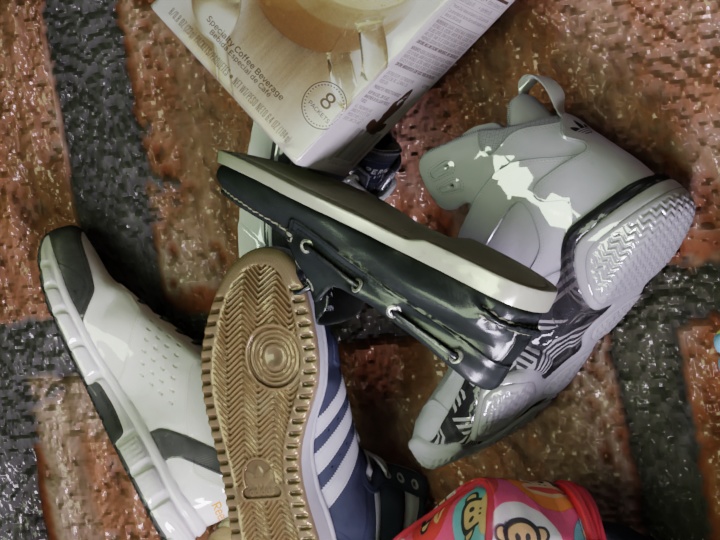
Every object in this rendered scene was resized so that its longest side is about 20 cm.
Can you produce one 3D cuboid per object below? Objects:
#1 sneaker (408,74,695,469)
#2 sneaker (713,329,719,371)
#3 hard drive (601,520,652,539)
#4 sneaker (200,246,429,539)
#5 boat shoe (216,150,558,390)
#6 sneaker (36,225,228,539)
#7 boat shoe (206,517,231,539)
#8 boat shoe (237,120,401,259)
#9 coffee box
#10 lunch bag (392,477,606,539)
[{"bbox_3d":[0.069,0.000,1.387,0.115,0.075,0.200,48,118,18],"label":"sneaker"},{"bbox_3d":[0.245,0.043,1.272,0.200,0.079,0.131,-14,94,35],"label":"sneaker"},{"bbox_3d":[0.140,0.234,1.406,0.135,0.042,0.200,28,115,27],"label":"hard drive"},{"bbox_3d":[-0.021,0.081,1.442,0.070,0.108,0.201,0,98,33],"label":"sneaker"},{"bbox_3d":[0.002,0.000,1.346,0.199,0.074,0.066,25,101,27],"label":"boat shoe"},{"bbox_3d":[-0.113,0.056,1.535,0.080,0.074,0.200,-28,70,-4],"label":"sneaker"},{"bbox_3d":[-0.027,0.219,1.488,0.200,0.066,0.074,49,153,16],"label":"boat shoe"},{"bbox_3d":[-0.012,-0.057,1.434,0.068,0.072,0.201,12,100,33],"label":"boat shoe"},{"bbox_3d":[0.013,-0.157,1.347,0.200,0.080,0.114,-46,74,11],"label":"coffee box"},{"bbox_3d":[0.063,0.215,1.361,0.176,0.082,0.200,-46,48,52],"label":"lunch bag"}]
